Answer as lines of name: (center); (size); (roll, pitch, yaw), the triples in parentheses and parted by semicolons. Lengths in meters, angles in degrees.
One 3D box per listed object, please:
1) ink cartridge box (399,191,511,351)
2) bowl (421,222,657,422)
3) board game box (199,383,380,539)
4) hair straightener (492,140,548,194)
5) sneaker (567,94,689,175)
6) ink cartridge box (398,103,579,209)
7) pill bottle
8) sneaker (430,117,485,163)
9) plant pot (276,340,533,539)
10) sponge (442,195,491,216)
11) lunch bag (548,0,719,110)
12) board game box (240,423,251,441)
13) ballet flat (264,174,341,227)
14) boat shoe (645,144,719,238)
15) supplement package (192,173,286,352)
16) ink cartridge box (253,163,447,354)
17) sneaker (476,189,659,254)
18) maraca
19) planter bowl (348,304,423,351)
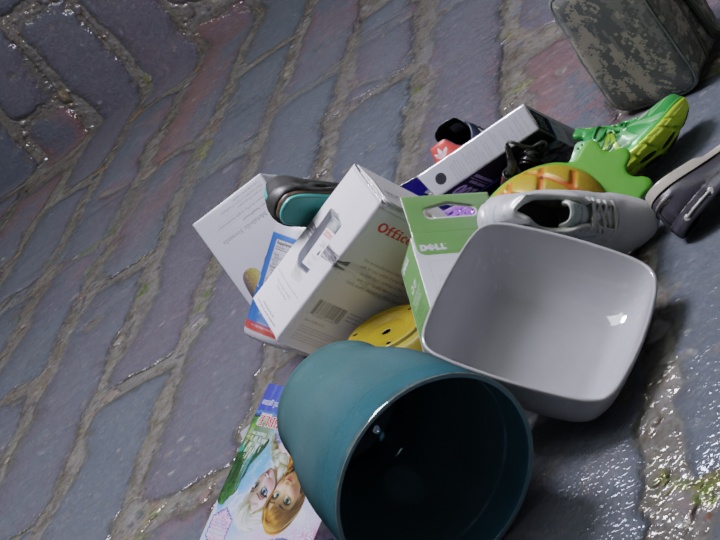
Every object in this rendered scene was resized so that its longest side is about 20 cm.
ink cartridge box: (0.105, 0.016, 1.589); (0.104, 0.059, 0.200); (-5, 55, -15)
bowl: (0.174, 0.058, 1.470); (0.200, 0.075, 0.200); (16, 50, 17)
board game box: (-0.069, 0.222, 1.574); (0.200, 0.041, 0.200); (2, 65, 55)
hair straightener: (0.184, -0.113, 1.775); (0.077, 0.041, 0.200); (-48, -19, -12)
sneaker: (0.284, -0.141, 1.737); (0.200, 0.084, 0.074); (-37, -21, 6)
ink cartridge box: (0.154, -0.118, 1.835); (0.200, 0.043, 0.198); (-31, -15, 20)
pill bottle: (-0.059, -0.003, 1.822); (0.112, 0.112, 0.200); (19, 91, 66)
sneaker: (0.144, -0.170, 2.012); (0.075, 0.085, 0.200); (-33, 8, 25)
plant pot: (0.022, 0.156, 1.392); (0.200, 0.200, 0.188); (-44, 32, -11)
sponge: (0.110, -0.038, 1.806); (0.200, 0.111, 0.030); (-22, 65, 42)
lunch bag: (0.342, -0.325, 1.866); (0.139, 0.200, 0.168); (-18, 31, 43)
board game box: (-0.063, 0.193, 1.732); (0.134, 0.034, 0.200); (-39, 21, 2)
ballet flat: (-0.022, -0.079, 1.729); (0.068, 0.200, 0.068); (49, 121, 47)
boat shoe: (0.392, -0.102, 1.566); (0.200, 0.073, 0.063); (-32, 65, 5)
supplement package: (-0.101, -0.011, 1.938); (0.114, 0.200, 0.110); (-37, -3, 8)
ink cartridge box: (0.000, 0.000, 1.698); (0.200, 0.146, 0.085); (-51, 43, 17)
sneaker: (0.225, -0.049, 1.573); (0.200, 0.071, 0.080); (-1, -8, -20)
maraca: (0.221, -0.062, 1.668); (0.200, 0.137, 0.107); (-31, -23, -1)
planter bowl: (0.043, 0.094, 1.635); (0.200, 0.084, 0.200); (-23, 22, 10)
